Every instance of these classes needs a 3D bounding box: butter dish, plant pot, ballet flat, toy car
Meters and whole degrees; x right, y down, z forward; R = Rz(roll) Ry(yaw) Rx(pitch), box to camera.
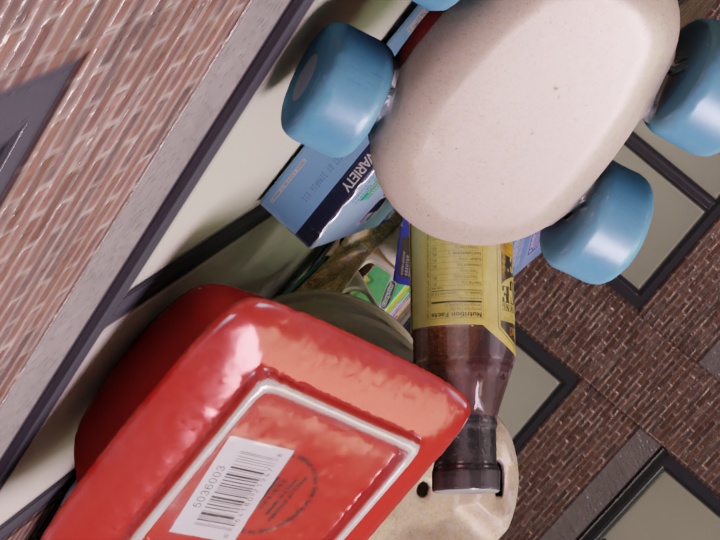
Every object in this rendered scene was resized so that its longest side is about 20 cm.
[{"bbox_3d":[-0.076,0.085,1.051,0.199,0.148,0.200,27,109,-41],"label":"butter dish"},{"bbox_3d":[0.004,0.125,1.205,0.201,0.200,0.183,-48,-155,-13],"label":"plant pot"},{"bbox_3d":[0.000,0.000,1.356,0.200,0.071,0.071,-49,173,-11],"label":"ballet flat"},{"bbox_3d":[0.076,-0.128,0.920,0.177,0.184,0.200,-54,-159,31],"label":"toy car"}]

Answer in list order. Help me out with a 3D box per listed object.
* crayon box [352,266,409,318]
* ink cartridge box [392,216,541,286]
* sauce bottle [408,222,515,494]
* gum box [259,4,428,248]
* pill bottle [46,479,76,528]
[{"bbox_3d":[0.004,0.019,1.517,0.200,0.058,0.119,-50,173,4],"label":"crayon box"},{"bbox_3d":[0.087,-0.062,1.332,0.200,0.076,0.137,-33,134,-62],"label":"ink cartridge box"},{"bbox_3d":[0.061,0.033,1.101,0.066,0.066,0.201,78,11,-82],"label":"sauce bottle"},{"bbox_3d":[0.032,-0.098,1.117,0.170,0.045,0.200,-50,173,13],"label":"gum box"},{"bbox_3d":[-0.156,0.194,1.202,0.114,0.114,0.200,-43,170,-46],"label":"pill bottle"}]
